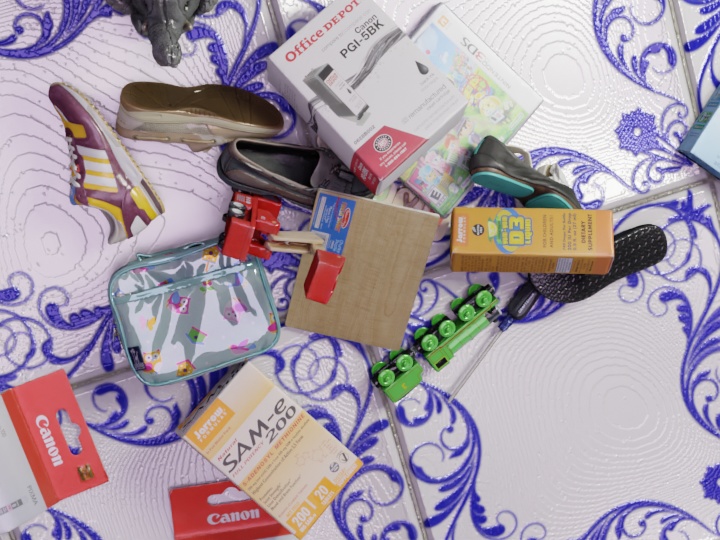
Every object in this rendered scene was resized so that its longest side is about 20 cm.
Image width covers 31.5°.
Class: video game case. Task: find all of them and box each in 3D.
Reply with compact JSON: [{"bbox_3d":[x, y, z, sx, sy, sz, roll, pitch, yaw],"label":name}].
[{"bbox_3d":[0.101,-0.198,1.584,0.182,0.022,0.200,41,86,-12],"label":"video game case"}]

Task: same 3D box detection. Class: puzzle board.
[{"bbox_3d":[0.000,0.000,1.569,0.150,0.017,0.201,13,120,-4],"label":"puzzle board"}]

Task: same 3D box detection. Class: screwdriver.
[{"bbox_3d":[0.171,0.089,1.648,0.200,0.028,0.029,-50,133,-3],"label":"screwdriver"}]

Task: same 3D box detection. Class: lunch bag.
[{"bbox_3d":[-0.206,0.044,1.549,0.199,0.077,0.161,-17,102,-7],"label":"lunch bag"}]

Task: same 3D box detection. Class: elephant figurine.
[{"bbox_3d":[-0.215,-0.325,1.424,0.141,0.200,0.155,-40,104,-2],"label":"elephant figurine"}]

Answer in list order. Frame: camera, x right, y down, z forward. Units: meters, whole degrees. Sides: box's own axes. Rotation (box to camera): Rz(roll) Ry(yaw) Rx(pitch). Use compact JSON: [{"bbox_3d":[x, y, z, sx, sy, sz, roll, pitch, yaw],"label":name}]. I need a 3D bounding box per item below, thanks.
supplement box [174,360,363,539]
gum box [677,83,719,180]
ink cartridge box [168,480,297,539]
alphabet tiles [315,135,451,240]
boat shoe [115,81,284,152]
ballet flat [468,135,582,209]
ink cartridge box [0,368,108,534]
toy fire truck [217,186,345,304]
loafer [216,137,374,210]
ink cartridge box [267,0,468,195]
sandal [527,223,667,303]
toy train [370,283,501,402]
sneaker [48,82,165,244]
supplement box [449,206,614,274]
[{"bbox_3d":[-0.113,0.220,1.585,0.200,0.074,0.126,42,80,-12],"label":"supplement box"},{"bbox_3d":[0.539,-0.194,1.663,0.170,0.045,0.200,32,91,-13],"label":"gum box"},{"bbox_3d":[-0.154,0.369,1.627,0.162,0.050,0.201,-7,103,-10],"label":"ink cartridge box"},{"bbox_3d":[0.031,-0.116,1.599,0.199,0.015,0.196,22,94,-13],"label":"alphabet tiles"},{"bbox_3d":[-0.192,-0.178,1.527,0.199,0.072,0.065,3,135,-22],"label":"boat shoe"},{"bbox_3d":[0.218,-0.112,1.598,0.200,0.068,0.069,28,63,-36],"label":"ballet flat"},{"bbox_3d":[-0.430,0.230,1.554,0.199,0.057,0.163,-20,102,-2],"label":"ink cartridge box"},{"bbox_3d":[-0.093,-0.036,1.493,0.141,0.200,0.049,17,110,-9],"label":"toy fire truck"},{"bbox_3d":[-0.070,-0.118,1.527,0.199,0.063,0.072,7,66,-14],"label":"loafer"},{"bbox_3d":[0.006,-0.214,1.506,0.147,0.083,0.200,-42,85,-8],"label":"ink cartridge box"},{"bbox_3d":[0.304,-0.011,1.655,0.199,0.045,0.075,-17,106,-17],"label":"sandal"},{"bbox_3d":[0.100,0.093,1.634,0.200,0.042,0.056,-38,113,-2],"label":"toy train"},{"bbox_3d":[-0.319,-0.125,1.502,0.090,0.075,0.200,-38,103,-8],"label":"sneaker"},{"bbox_3d":[0.210,-0.037,1.582,0.199,0.069,0.067,0,71,5],"label":"supplement box"}]
